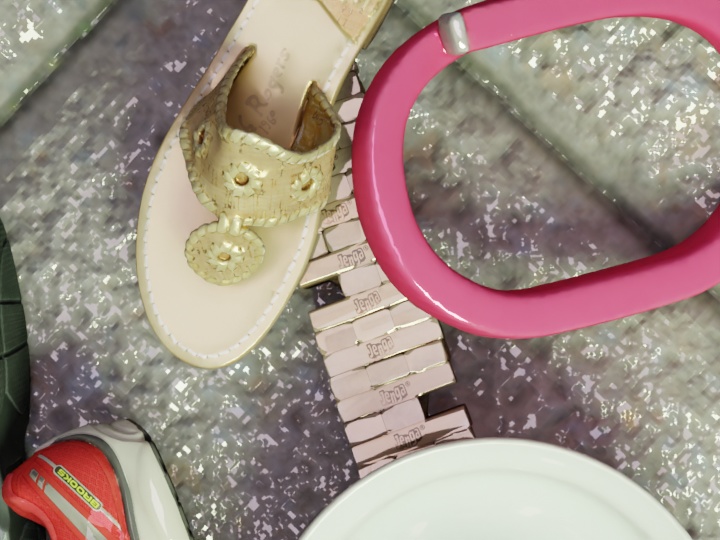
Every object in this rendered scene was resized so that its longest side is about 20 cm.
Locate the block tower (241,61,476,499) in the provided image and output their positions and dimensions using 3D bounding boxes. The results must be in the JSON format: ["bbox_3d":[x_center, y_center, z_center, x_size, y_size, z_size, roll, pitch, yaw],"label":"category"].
[{"bbox_3d":[0.000,0.000,0.957,0.058,0.054,0.201,-20,87,2],"label":"block tower"}]

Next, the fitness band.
[{"bbox_3d":[0.093,-0.049,0.928,0.199,0.037,0.144,-14,96,-18],"label":"fitness band"}]

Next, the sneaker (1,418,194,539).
[{"bbox_3d":[-0.096,0.165,0.920,0.085,0.077,0.201,-20,79,-7],"label":"sneaker"}]

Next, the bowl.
[{"bbox_3d":[0.056,0.168,0.926,0.200,0.090,0.202,0,90,3],"label":"bowl"}]

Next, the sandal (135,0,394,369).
[{"bbox_3d":[-0.041,-0.063,0.901,0.077,0.070,0.213,23,89,5],"label":"sandal"}]

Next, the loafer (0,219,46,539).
[{"bbox_3d":[-0.179,0.072,0.960,0.063,0.072,0.201,-6,89,9],"label":"loafer"}]
